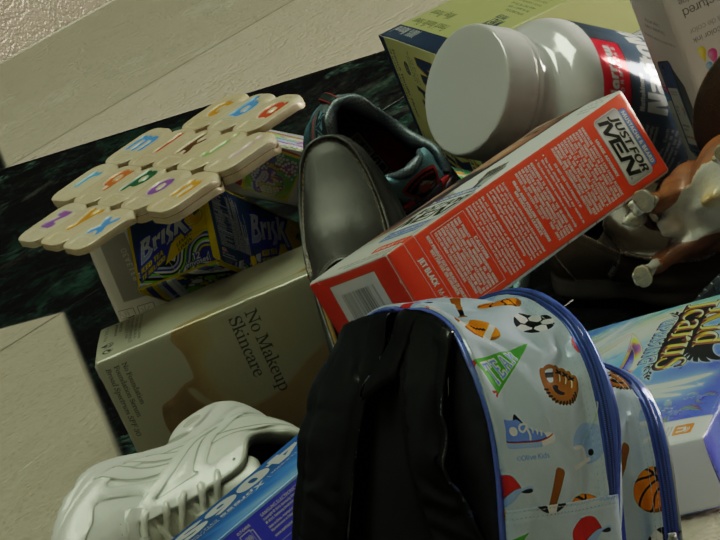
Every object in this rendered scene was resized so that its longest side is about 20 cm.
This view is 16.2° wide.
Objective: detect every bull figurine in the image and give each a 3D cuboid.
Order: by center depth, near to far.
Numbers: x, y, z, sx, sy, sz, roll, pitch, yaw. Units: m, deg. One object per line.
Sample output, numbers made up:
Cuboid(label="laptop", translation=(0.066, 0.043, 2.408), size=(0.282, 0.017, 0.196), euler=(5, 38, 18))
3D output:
Cuboid(label="bull figurine", translation=(0.236, -0.061, 1.496), size=(0.121, 0.065, 0.200), euler=(-26, -11, -48))

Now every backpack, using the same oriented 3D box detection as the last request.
Cuboid(label="backpack", translation=(0.063, 0.104, 1.206), size=(0.154, 0.191, 0.200), euler=(-14, 9, -31))

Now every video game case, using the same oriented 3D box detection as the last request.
Cuboid(label="video game case", translation=(0.138, 0.085, 1.420), size=(0.181, 0.046, 0.200), euler=(-15, 18, 26))

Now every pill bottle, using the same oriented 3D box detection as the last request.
Cuboid(label="pill bottle", translation=(0.150, -0.110, 1.735), size=(0.200, 0.120, 0.119), euler=(7, -5, -36))

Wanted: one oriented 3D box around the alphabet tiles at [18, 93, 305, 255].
Cuboid(label="alphabet tiles", translation=(-0.136, -0.065, 1.737), size=(0.195, 0.015, 0.200), euler=(-37, 20, -23))

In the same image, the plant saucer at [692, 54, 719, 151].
Cuboid(label="plant saucer", translation=(0.307, -0.099, 1.566), size=(0.200, 0.200, 0.032), euler=(-20, 50, 12))

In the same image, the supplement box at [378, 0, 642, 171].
Cuboid(label="supplement box", translation=(0.151, -0.162, 2.027), size=(0.199, 0.135, 0.200), euler=(-26, 16, -10))

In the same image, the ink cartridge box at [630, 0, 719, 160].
Cuboid(label="ink cartridge box", translation=(0.275, -0.141, 1.669), size=(0.145, 0.200, 0.088), euler=(-25, 19, -6))

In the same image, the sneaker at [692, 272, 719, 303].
Cuboid(label="sneaker", translation=(0.276, -0.001, 1.470), size=(0.200, 0.082, 0.070), euler=(-41, -9, 36))

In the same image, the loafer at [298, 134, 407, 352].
Cuboid(label="loafer", translation=(0.000, 0.000, 1.606), size=(0.073, 0.200, 0.072), euler=(-20, -18, 8))

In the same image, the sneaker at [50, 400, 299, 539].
Cuboid(label="sneaker", translation=(-0.103, 0.139, 1.538), size=(0.099, 0.078, 0.200), euler=(-2, 28, 45))

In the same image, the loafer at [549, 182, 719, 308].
Cuboid(label="loafer", translation=(0.188, -0.020, 1.635), size=(0.200, 0.071, 0.073), euler=(-4, 25, 48))

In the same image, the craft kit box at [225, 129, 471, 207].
Cuboid(label="craft kit box", translation=(-0.001, -0.065, 1.862), size=(0.199, 0.049, 0.198), euler=(11, 8, -4))

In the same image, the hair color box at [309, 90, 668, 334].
Cuboid(label="hair color box", translation=(0.078, -0.026, 1.541), size=(0.200, 0.064, 0.111), euler=(-34, 5, -28))

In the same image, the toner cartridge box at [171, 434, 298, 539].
Cuboid(label="toner cartridge box", translation=(-0.019, 0.117, 1.458), size=(0.200, 0.043, 0.095), euler=(-39, 9, -16))

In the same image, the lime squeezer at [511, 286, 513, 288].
Cuboid(label="lime squeezer", translation=(0.082, 0.045, 1.601), size=(0.038, 0.071, 0.200), euler=(-1, 55, 26))

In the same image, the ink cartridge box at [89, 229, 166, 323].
Cuboid(label="ink cartridge box", translation=(-0.131, -0.001, 1.867), size=(0.050, 0.161, 0.200), euler=(-17, 17, 16))

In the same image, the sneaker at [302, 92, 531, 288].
Cuboid(label="sneaker", translation=(0.036, -0.041, 1.707), size=(0.079, 0.200, 0.096), euler=(-46, -8, -13))

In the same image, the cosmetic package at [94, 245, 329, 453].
Cuboid(label="cosmetic package", translation=(-0.068, 0.056, 1.701), size=(0.200, 0.105, 0.071), euler=(-24, 17, 6))

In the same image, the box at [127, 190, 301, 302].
Cuboid(label="box", translation=(-0.085, -0.005, 1.802), size=(0.070, 0.064, 0.200), euler=(-19, -20, 22))
